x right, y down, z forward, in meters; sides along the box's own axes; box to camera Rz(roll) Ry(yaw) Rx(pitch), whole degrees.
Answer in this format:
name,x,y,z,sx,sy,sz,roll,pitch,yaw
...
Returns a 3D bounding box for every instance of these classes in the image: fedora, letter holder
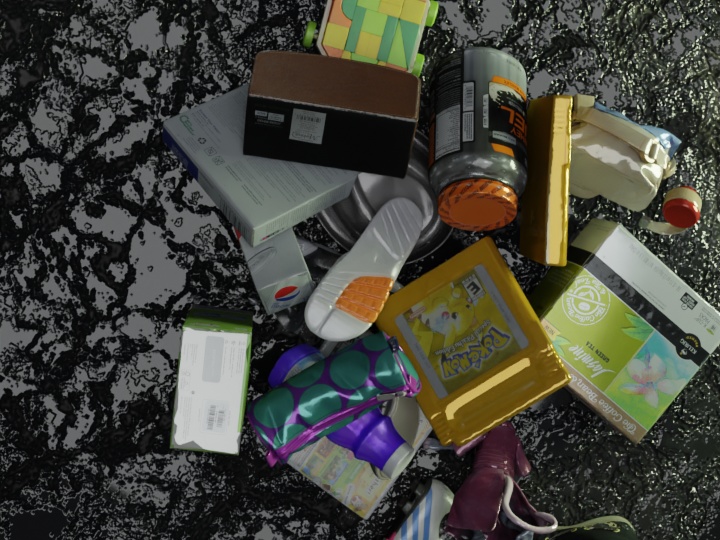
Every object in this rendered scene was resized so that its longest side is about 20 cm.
name,x,y,z,sx,sy,sz,roll,pitch,yaw
fedora,0.033,-0.097,1.726,0.177,0.090,0.200,-45,97,0
letter holder,-0.031,-0.208,1.648,0.198,0.101,0.143,9,51,-2

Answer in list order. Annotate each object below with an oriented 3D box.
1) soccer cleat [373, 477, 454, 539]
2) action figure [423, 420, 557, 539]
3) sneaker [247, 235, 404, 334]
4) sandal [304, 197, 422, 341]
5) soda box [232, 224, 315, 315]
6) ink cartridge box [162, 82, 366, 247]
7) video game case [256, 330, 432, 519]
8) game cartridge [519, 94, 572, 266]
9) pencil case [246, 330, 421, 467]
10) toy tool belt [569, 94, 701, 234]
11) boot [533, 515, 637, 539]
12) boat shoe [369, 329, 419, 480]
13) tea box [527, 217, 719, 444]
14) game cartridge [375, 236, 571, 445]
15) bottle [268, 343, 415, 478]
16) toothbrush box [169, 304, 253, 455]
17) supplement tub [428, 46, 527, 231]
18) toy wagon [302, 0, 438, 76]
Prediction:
name,x,y,z,sx,sy,sz,roll,pitch,yaw
soccer cleat,0.059,0.365,1.777,0.086,0.070,0.201,35,91,-6
action figure,0.163,0.248,1.736,0.133,0.149,0.202,15,60,-18
sneaker,-0.043,0.033,1.742,0.198,0.075,0.115,21,94,0
sandal,0.007,0.005,1.663,0.079,0.059,0.207,38,69,-4
soda box,-0.118,-0.050,1.679,0.068,0.064,0.201,-20,59,-2
ink cartridge box,-0.107,-0.144,1.675,0.199,0.044,0.197,-28,62,-27
video game case,-0.006,0.189,1.782,0.181,0.023,0.201,36,90,-6
game cartridge,0.229,-0.112,1.698,0.032,0.176,0.203,3,95,-4
pencil case,-0.031,0.149,1.615,0.199,0.093,0.085,-29,132,2
toy tool belt,0.346,-0.145,1.730,0.198,0.125,0.124,25,55,1
boot,0.271,0.376,1.753,0.201,0.154,0.074,-17,96,-3
boat shoe,0.038,0.162,1.752,0.066,0.057,0.202,4,99,-41
tea box,0.321,0.073,1.743,0.199,0.134,0.197,39,92,-7
game cartridge,0.131,0.089,1.661,0.175,0.032,0.201,-32,75,8
bottle,-0.021,0.174,1.696,0.200,0.083,0.066,40,114,18
toothbrush box,-0.178,0.128,1.673,0.085,0.200,0.147,6,94,-6
supplement tub,0.143,-0.158,1.677,0.121,0.123,0.202,5,65,-5
toy wagon,0.019,-0.333,1.731,0.153,0.040,0.202,15,94,-6
